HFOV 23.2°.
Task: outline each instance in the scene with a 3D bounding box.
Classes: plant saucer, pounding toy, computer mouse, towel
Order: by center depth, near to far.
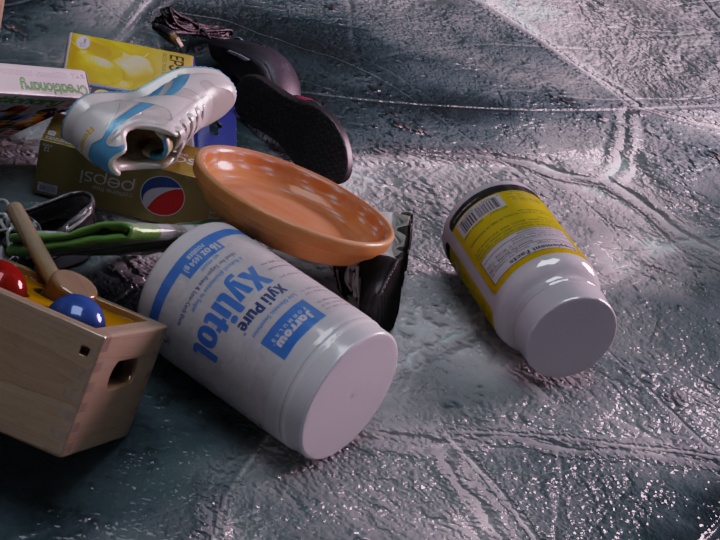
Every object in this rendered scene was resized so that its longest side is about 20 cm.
[{"bbox_3d":[-0.263,0.040,1.413,0.184,0.142,0.200,22,5,10],"label":"pounding toy"},{"bbox_3d":[-0.201,-0.034,1.584,0.149,0.031,0.200,-7,-3,30],"label":"towel"},{"bbox_3d":[-0.066,-0.057,1.632,0.200,0.037,0.200,21,17,-7],"label":"plant saucer"},{"bbox_3d":[-0.154,-0.259,2.047,0.140,0.046,0.200,9,26,-45],"label":"computer mouse"}]

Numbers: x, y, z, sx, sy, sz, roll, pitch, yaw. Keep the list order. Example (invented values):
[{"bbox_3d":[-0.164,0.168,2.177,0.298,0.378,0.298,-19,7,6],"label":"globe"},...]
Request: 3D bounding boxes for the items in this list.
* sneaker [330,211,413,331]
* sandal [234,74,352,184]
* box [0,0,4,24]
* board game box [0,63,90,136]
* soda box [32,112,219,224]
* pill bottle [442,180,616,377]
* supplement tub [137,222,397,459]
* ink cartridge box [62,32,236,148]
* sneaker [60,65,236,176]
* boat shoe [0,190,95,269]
[{"bbox_3d":[0.000,0.000,1.712,0.088,0.074,0.200,7,25,3],"label":"sneaker"},{"bbox_3d":[-0.065,-0.161,1.939,0.045,0.075,0.200,1,29,-44],"label":"sandal"},{"bbox_3d":[-0.472,-0.277,1.918,0.078,0.095,0.200,22,32,9],"label":"box"},{"bbox_3d":[-0.379,-0.168,1.719,0.200,0.126,0.035,-4,78,-54],"label":"board game box"},{"bbox_3d":[-0.222,-0.096,1.763,0.200,0.064,0.068,14,30,-3],"label":"soda box"},{"bbox_3d":[0.166,0.008,1.722,0.114,0.114,0.200,1,34,-24],"label":"pill bottle"},{"bbox_3d":[-0.082,0.058,1.511,0.200,0.132,0.132,32,34,27],"label":"supplement tub"},{"bbox_3d":[-0.232,-0.188,1.931,0.200,0.047,0.198,7,31,-10],"label":"ink cartridge box"},{"bbox_3d":[-0.195,-0.143,1.728,0.200,0.077,0.081,-24,56,-40],"label":"sneaker"},{"bbox_3d":[-0.315,-0.024,1.599,0.074,0.068,0.199,34,35,28],"label":"boat shoe"}]
